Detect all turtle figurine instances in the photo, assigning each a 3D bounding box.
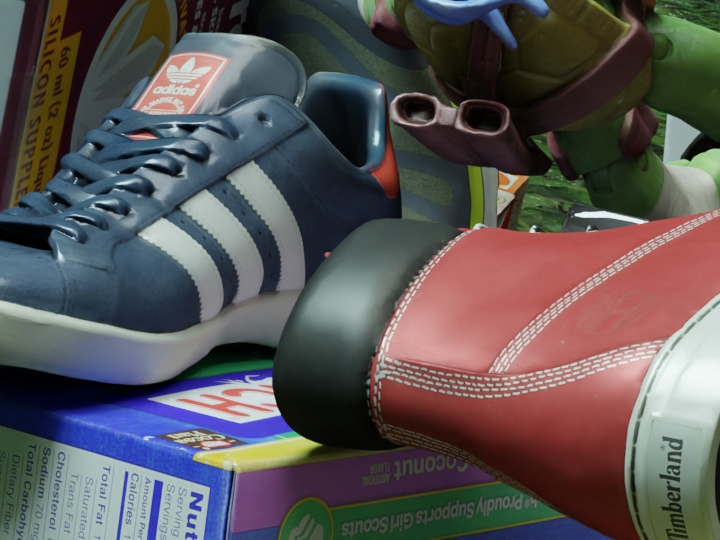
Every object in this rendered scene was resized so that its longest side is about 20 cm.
[{"bbox_3d":[0.071,-0.095,0.835,0.194,0.144,0.201,44,16,-35],"label":"turtle figurine"}]

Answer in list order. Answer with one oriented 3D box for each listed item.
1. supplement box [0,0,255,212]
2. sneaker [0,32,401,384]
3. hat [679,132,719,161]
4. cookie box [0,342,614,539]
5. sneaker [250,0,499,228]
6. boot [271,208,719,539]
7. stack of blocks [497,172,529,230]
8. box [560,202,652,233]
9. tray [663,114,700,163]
[{"bbox_3d":[-0.094,-0.076,0.873,0.085,0.111,0.200,20,24,14],"label":"supplement box"},{"bbox_3d":[-0.055,-0.020,0.760,0.075,0.085,0.200,10,9,29],"label":"sneaker"},{"bbox_3d":[0.187,0.035,1.058,0.200,0.201,0.081,23,61,21],"label":"hat"},{"bbox_3d":[-0.050,0.060,0.782,0.199,0.076,0.171,12,10,40],"label":"cookie box"},{"bbox_3d":[0.000,0.000,0.907,0.074,0.201,0.081,-5,14,46],"label":"sneaker"},{"bbox_3d":[0.074,0.001,0.705,0.144,0.073,0.200,12,24,36],"label":"boot"},{"bbox_3d":[-0.047,-0.026,1.114,0.199,0.059,0.115,18,20,10],"label":"stack of blocks"},{"bbox_3d":[0.147,0.046,0.850,0.157,0.049,0.200,13,-11,19],"label":"box"},{"bbox_3d":[0.189,-0.056,1.281,0.022,0.108,0.200,13,17,32],"label":"tray"}]
